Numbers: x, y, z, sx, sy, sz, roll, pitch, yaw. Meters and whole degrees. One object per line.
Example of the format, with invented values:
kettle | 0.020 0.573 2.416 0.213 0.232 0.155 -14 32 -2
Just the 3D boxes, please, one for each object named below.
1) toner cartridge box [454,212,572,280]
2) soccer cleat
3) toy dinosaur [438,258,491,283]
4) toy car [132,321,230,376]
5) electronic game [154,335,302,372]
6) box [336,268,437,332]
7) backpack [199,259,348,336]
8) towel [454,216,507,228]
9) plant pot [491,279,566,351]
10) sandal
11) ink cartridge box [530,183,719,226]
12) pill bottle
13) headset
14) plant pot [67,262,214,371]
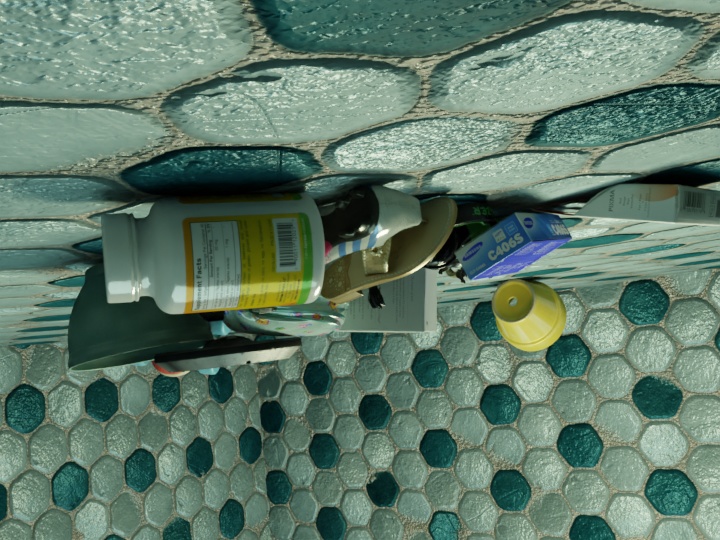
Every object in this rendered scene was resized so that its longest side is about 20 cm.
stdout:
toner cartridge box | 0.206 -0.033 1.030 0.095 0.043 0.200 -36 166 25
soccer cleat | -0.015 -0.041 0.842 0.086 0.070 0.200 1 170 -36
toy dinosaur | 0.171 -0.004 1.232 0.088 0.048 0.200 -6 178 -35
toy car | -0.371 0.093 1.540 0.183 0.178 0.200 7 147 9
electronic game | -0.179 0.110 1.066 0.199 0.042 0.200 -6 175 -1
box | 0.006 0.026 1.131 0.199 0.125 0.097 0 176 15
backpack | -0.114 0.022 1.031 0.199 0.127 0.167 3 175 -13
towel | 0.153 -0.044 1.168 0.148 0.031 0.200 -8 173 11
plant pot | 0.466 0.112 2.241 0.200 0.202 0.189 -9 157 29
sandal | 0.011 -0.027 0.899 0.069 0.078 0.211 24 137 -37
ink cartridge box | 0.344 -0.087 0.994 0.162 0.050 0.199 -1 -170 -43
pill bottle | -0.143 -0.017 0.753 0.199 0.112 0.111 -4 173 -19
headset | 0.082 -0.023 0.996 0.199 0.095 0.123 -23 165 32
plant pot | -0.317 0.056 1.102 0.199 0.135 0.200 -13 172 -2
